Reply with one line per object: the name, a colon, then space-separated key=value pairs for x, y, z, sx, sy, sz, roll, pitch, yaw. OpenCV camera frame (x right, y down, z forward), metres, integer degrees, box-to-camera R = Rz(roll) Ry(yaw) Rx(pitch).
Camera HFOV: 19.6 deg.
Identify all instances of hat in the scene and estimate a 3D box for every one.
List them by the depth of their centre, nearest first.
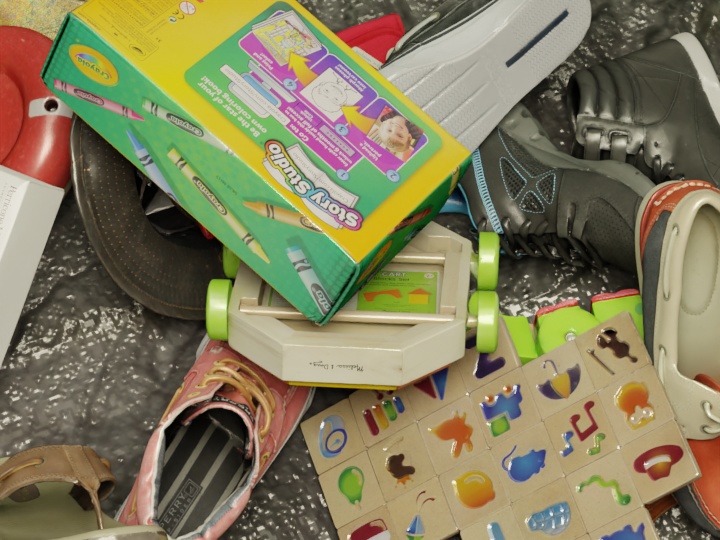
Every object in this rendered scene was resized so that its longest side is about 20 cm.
hat: x=-0.102 y=-0.064 z=1.208 sx=0.081 sy=0.201 sz=0.201 roll=1 pitch=48 yaw=49

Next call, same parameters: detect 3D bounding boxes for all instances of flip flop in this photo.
flip flop: x=-0.157 y=0.113 z=1.061 sx=0.080 sy=0.200 sz=0.058 roll=-2 pitch=98 yaw=-23

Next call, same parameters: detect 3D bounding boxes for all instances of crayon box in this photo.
crayon box: x=-0.053 y=-0.080 z=1.095 sx=0.200 sy=0.058 sz=0.119 roll=41 pitch=47 yaw=6

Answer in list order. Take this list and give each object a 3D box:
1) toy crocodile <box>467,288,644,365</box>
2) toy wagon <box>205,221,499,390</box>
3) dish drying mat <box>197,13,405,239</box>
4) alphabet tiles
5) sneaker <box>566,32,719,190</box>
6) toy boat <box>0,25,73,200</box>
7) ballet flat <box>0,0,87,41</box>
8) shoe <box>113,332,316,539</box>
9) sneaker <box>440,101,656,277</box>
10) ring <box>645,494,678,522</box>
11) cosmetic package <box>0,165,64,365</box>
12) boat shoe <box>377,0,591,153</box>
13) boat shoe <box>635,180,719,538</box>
toy crocodile: x=0.153 y=0.038 z=1.181 sx=0.198 sy=0.068 sz=0.062 roll=-5 pitch=61 yaw=-6
toy wagon: x=0.000 y=0.000 z=1.153 sx=0.154 sy=0.040 sz=0.200 roll=3 pitch=28 yaw=3
dish drying mat: x=-0.030 y=-0.087 z=1.198 sx=0.199 sy=0.018 sz=0.077 roll=-29 pitch=102 yaw=-44
alphabet tiles: x=0.076 y=0.110 z=1.114 sx=0.199 sy=0.008 sz=0.168 roll=-29 pitch=63 yaw=16
sneaker: x=0.181 y=-0.053 z=1.230 sx=0.098 sy=0.071 sz=0.201 roll=-14 pitch=52 yaw=-8
toy boat: x=-0.256 y=-0.092 z=1.186 sx=0.198 sy=0.131 sz=0.132 roll=2 pitch=72 yaw=-1
ballet flat: x=-0.143 y=-0.132 z=1.263 sx=0.198 sy=0.071 sz=0.071 roll=6 pitch=61 yaw=0
shoe: x=-0.067 y=0.079 z=1.123 sx=0.071 sy=0.091 sz=0.201 roll=32 pitch=62 yaw=-4
sneaker: x=0.112 y=-0.029 z=1.201 sx=0.082 sy=0.073 sz=0.200 roll=-43 pitch=45 yaw=-15
ring: x=0.209 y=0.178 z=1.135 sx=0.199 sy=0.019 sz=0.202 roll=2 pitch=62 yaw=-3
cosmetic package: x=-0.234 y=0.036 z=1.114 sx=0.082 sy=0.051 sz=0.201 roll=20 pitch=91 yaw=15
boat shoe: x=0.046 y=-0.108 z=1.216 sx=0.199 sy=0.072 sz=0.071 roll=-35 pitch=27 yaw=-20
boat shoe: x=0.188 y=0.051 z=1.106 sx=0.071 sy=0.063 sz=0.202 roll=-12 pitch=100 yaw=-10
